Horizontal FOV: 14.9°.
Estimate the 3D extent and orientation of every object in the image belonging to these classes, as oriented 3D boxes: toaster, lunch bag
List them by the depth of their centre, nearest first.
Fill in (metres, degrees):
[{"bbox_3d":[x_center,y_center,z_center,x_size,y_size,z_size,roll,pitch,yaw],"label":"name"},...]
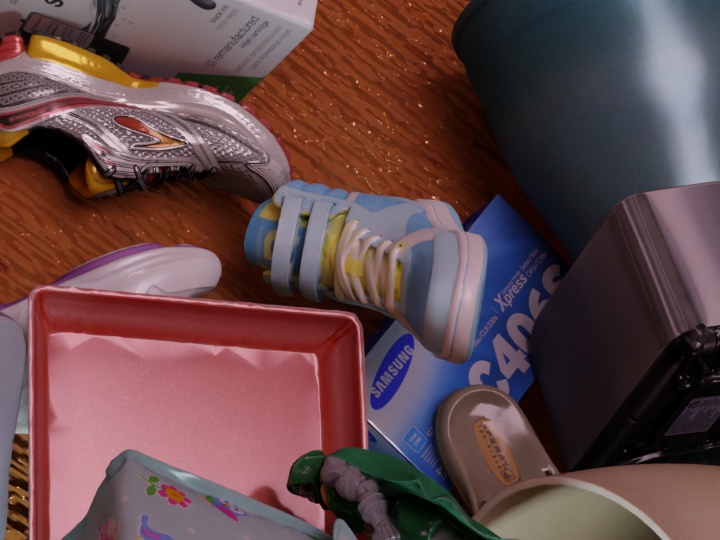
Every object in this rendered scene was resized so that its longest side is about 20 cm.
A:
[{"bbox_3d":[-0.053,0.204,1.394,0.200,0.122,0.171,23,30,-22],"label":"lunch bag"},{"bbox_3d":[0.219,0.036,1.670,0.180,0.200,0.119,-7,59,-26],"label":"toaster"}]

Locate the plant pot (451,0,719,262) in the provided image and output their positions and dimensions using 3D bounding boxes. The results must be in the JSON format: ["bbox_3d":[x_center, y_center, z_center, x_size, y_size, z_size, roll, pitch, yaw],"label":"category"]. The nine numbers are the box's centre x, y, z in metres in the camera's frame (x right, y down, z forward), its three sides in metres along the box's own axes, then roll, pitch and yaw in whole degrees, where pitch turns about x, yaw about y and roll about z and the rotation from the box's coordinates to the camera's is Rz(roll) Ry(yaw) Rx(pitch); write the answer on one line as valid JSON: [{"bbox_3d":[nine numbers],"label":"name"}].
[{"bbox_3d":[0.178,-0.093,1.758,0.200,0.200,0.188,-4,68,-32],"label":"plant pot"}]

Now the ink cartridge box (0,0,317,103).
[{"bbox_3d":[-0.140,-0.181,1.648,0.200,0.147,0.083,20,60,-20],"label":"ink cartridge box"}]

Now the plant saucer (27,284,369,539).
[{"bbox_3d":[-0.092,0.115,1.523,0.199,0.037,0.201,5,70,-22],"label":"plant saucer"}]

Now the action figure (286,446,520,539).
[{"bbox_3d":[0.034,0.144,1.463,0.055,0.200,0.118,-47,137,-18],"label":"action figure"}]

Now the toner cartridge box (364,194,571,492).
[{"bbox_3d":[0.061,0.051,1.721,0.095,0.043,0.200,43,53,-5],"label":"toner cartridge box"}]

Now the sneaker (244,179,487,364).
[{"bbox_3d":[0.000,0.000,1.605,0.130,0.200,0.080,8,99,-10],"label":"sneaker"}]

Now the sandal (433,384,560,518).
[{"bbox_3d":[0.110,0.149,1.627,0.080,0.054,0.200,-21,71,-28],"label":"sandal"}]

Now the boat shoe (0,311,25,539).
[{"bbox_3d":[-0.229,0.117,1.488,0.069,0.056,0.201,14,88,-59],"label":"boat shoe"}]

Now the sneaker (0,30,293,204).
[{"bbox_3d":[-0.137,-0.072,1.650,0.200,0.078,0.082,16,65,-14],"label":"sneaker"}]

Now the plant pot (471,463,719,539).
[{"bbox_3d":[0.180,0.183,1.535,0.200,0.187,0.188,-16,76,-48],"label":"plant pot"}]

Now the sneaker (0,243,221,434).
[{"bbox_3d":[-0.160,0.050,1.581,0.200,0.075,0.100,-26,89,-28],"label":"sneaker"}]
